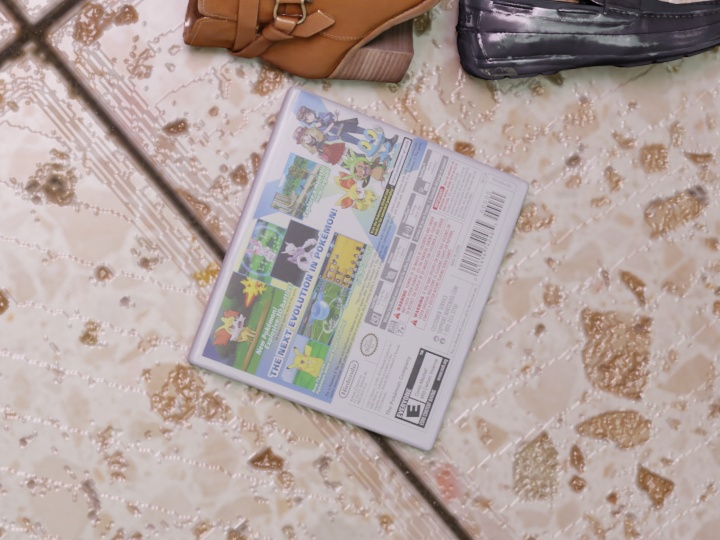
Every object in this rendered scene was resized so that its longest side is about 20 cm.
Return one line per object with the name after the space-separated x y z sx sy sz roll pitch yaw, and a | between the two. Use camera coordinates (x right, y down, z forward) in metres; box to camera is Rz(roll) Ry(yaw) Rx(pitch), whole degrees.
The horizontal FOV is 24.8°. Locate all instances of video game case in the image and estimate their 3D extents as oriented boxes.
0.000 0.000 1.124 0.181 0.022 0.201 21 88 -11 | video game case

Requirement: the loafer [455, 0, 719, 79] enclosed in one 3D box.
0.164 -0.174 1.126 0.199 0.068 0.071 -6 102 -7 | loafer

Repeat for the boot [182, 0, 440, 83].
-0.026 -0.202 1.040 0.154 0.200 0.077 8 56 -14 | boot
